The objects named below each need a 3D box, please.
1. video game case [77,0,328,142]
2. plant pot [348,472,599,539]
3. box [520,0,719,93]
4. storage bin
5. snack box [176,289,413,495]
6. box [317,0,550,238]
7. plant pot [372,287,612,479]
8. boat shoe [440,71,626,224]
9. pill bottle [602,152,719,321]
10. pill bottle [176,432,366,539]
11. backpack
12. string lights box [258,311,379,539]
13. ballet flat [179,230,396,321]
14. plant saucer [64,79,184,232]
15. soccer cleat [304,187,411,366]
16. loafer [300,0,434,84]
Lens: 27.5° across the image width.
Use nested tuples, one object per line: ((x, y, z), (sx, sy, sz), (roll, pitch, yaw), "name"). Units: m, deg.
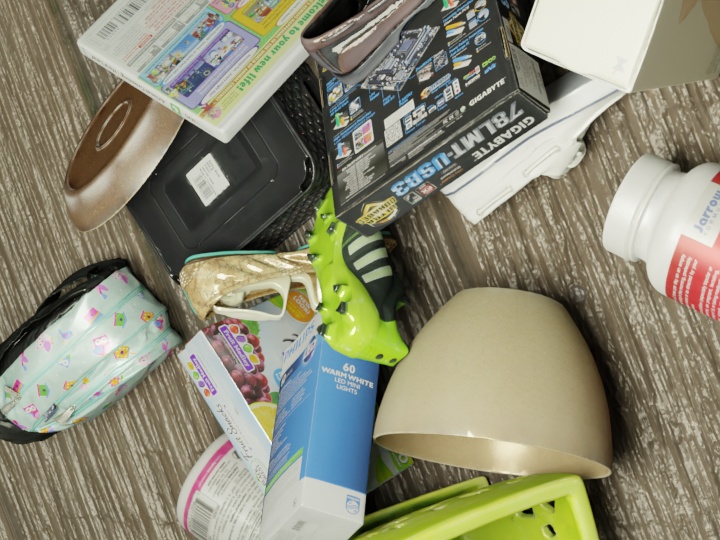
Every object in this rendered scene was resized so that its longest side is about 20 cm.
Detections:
((-0.122, -0.226, 1.306), (0.182, 0.022, 0.200), (32, 70, 24), "video game case")
((0.085, 0.285, 1.252), (0.181, 0.199, 0.200), (-3, 101, 65), "plant pot")
((0.209, -0.188, 1.094), (0.095, 0.200, 0.078), (27, 112, 23), "box")
((-0.113, -0.091, 1.367), (0.200, 0.094, 0.136), (-38, 80, 30), "storage bin")
((-0.058, 0.126, 1.346), (0.053, 0.142, 0.201), (-40, 80, 40), "snack box")
((0.052, -0.159, 1.223), (0.200, 0.050, 0.199), (-34, 45, 30), "box")
((0.117, 0.090, 1.227), (0.199, 0.200, 0.135), (1, 74, 30), "plant pot")
((0.155, -0.109, 1.226), (0.200, 0.074, 0.065), (-32, 104, 31), "boat shoe")
((0.294, -0.014, 1.130), (0.199, 0.112, 0.113), (26, 112, 23), "pill bottle")
((-0.065, 0.246, 1.393), (0.199, 0.113, 0.114), (30, 113, 22), "pill bottle")
((-0.279, 0.080, 1.475), (0.200, 0.167, 0.127), (-38, 100, 27), "backpack")
((-0.033, 0.136, 1.243), (0.059, 0.201, 0.103), (19, 143, -16), "string lights box")
((-0.061, 0.010, 1.322), (0.199, 0.071, 0.066), (-9, 74, -5), "ballet flat")
((-0.221, -0.129, 1.376), (0.032, 0.201, 0.200), (35, 124, -26), "plant saucer")
((0.000, 0.000, 1.254), (0.068, 0.081, 0.201), (-43, 34, 33), "soccer cleat")
((0.028, -0.246, 1.215), (0.200, 0.063, 0.072), (-52, 39, 12), "loafer")
